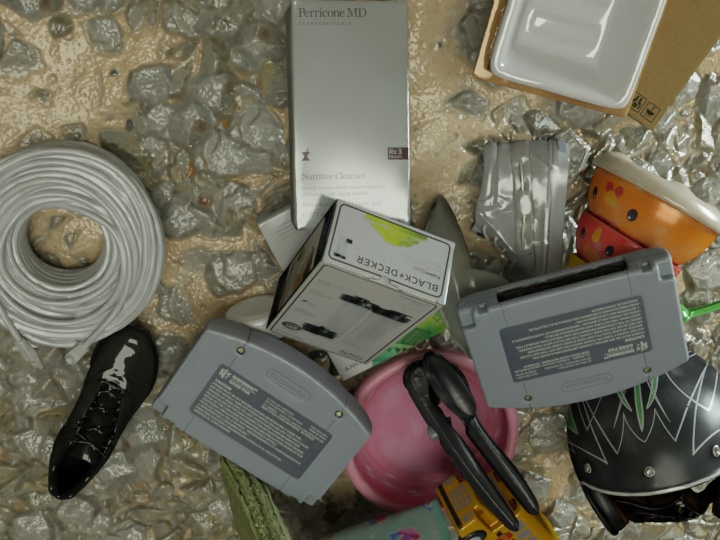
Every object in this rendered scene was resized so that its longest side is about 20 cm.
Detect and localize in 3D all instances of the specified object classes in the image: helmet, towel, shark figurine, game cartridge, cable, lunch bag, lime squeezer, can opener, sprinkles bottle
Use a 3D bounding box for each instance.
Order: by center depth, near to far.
[{"bbox_3d":[0.203,0.063,0.894,0.197,0.042,0.134,-14,124,11],"label":"game cartridge"},{"bbox_3d":[-0.288,-0.026,0.920,0.198,0.069,0.201,-32,110,6],"label":"cable"},{"bbox_3d":[0.123,0.039,0.945,0.088,0.128,0.217,-16,111,30],"label":"shark figurine"},{"bbox_3d":[-0.093,0.139,0.947,0.199,0.042,0.134,34,106,-11],"label":"game cartridge"},{"bbox_3d":[0.109,0.175,0.958,0.063,0.079,0.202,-30,89,6],"label":"can opener"},{"bbox_3d":[-0.094,0.289,0.980,0.036,0.200,0.150,-19,132,-18],"label":"towel"},{"bbox_3d":[0.306,0.172,0.983,0.198,0.201,0.192,-26,126,4],"label":"helmet"},{"bbox_3d":[-0.090,0.130,0.998,0.067,0.068,0.203,-11,111,-2],"label":"sprinkles bottle"},{"bbox_3d":[0.329,0.033,1.030,0.197,0.038,0.072,14,78,-10],"label":"lime squeezer"},{"bbox_3d":[0.024,0.354,1.046,0.168,0.123,0.201,-15,149,-8],"label":"lunch bag"}]

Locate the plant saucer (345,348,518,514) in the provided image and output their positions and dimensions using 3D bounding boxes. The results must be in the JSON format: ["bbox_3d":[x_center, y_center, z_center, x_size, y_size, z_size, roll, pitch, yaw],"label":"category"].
[{"bbox_3d":[0.074,0.175,1.042,0.197,0.051,0.204,-2,110,-5],"label":"plant saucer"}]

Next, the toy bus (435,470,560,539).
[{"bbox_3d":[0.157,0.282,1.042,0.078,0.065,0.200,-34,135,6],"label":"toy bus"}]

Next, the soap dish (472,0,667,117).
[{"bbox_3d":[0.198,-0.257,0.851,0.155,0.081,0.203,12,109,-11],"label":"soap dish"}]

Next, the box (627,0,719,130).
[{"bbox_3d":[0.257,-0.257,0.913,0.198,0.021,0.165,31,105,-16],"label":"box"}]

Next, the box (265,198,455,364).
[{"bbox_3d":[-0.005,0.018,0.865,0.115,0.200,0.061,19,65,-11],"label":"box"}]

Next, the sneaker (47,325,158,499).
[{"bbox_3d":[-0.267,0.153,0.978,0.075,0.091,0.202,23,106,-12],"label":"sneaker"}]

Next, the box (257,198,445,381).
[{"bbox_3d":[0.000,0.000,0.976,0.143,0.036,0.202,-26,113,5],"label":"box"}]

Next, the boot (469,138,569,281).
[{"bbox_3d":[0.160,-0.037,0.970,0.094,0.074,0.203,3,108,7],"label":"boot"}]

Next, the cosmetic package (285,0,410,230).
[{"bbox_3d":[-0.013,-0.143,0.873,0.111,0.081,0.204,-3,97,-7],"label":"cosmetic package"}]

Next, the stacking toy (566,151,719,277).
[{"bbox_3d":[0.253,0.000,0.933,0.145,0.146,0.202,26,100,-15],"label":"stacking toy"}]
